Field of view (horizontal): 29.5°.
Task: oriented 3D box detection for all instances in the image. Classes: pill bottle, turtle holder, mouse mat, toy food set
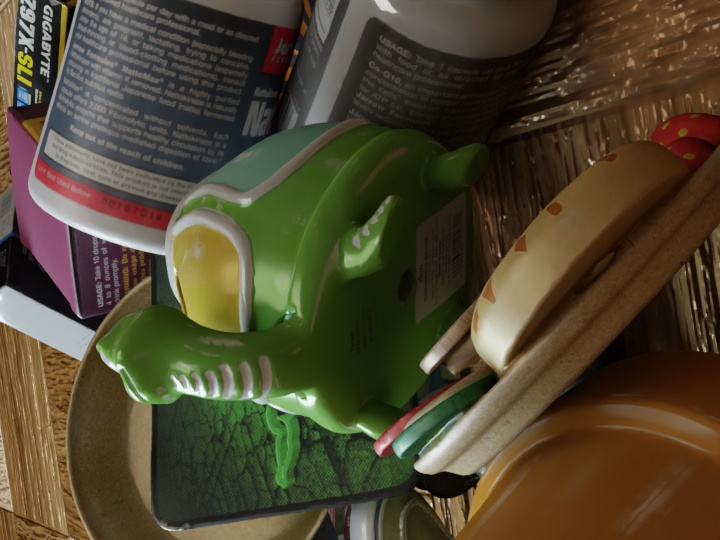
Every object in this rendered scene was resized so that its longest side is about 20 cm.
[{"bbox_3d":[-0.096,-0.119,0.728,0.120,0.119,0.201,38,114,54],"label":"pill bottle"},{"bbox_3d":[0.031,-0.121,0.692,0.114,0.113,0.200,65,149,29],"label":"pill bottle"},{"bbox_3d":[-0.027,0.011,0.634,0.131,0.186,0.141,15,150,29],"label":"turtle holder"},{"bbox_3d":[-0.047,0.038,0.763,0.008,0.160,0.201,45,-143,-59],"label":"mouse mat"},{"bbox_3d":[0.081,0.009,0.553,0.049,0.200,0.198,43,130,6],"label":"toy food set"}]

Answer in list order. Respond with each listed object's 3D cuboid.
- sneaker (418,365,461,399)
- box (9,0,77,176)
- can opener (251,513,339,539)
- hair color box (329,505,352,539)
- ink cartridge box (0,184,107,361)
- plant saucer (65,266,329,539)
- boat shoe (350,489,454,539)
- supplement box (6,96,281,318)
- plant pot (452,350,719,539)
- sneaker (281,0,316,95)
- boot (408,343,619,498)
[{"bbox_3d":[0.000,0.000,0.821,0.075,0.086,0.201,-30,70,63],"label":"sneaker"},{"bbox_3d":[-0.167,-0.161,0.985,0.049,0.200,0.160,30,130,17],"label":"box"},{"bbox_3d":[-0.038,0.155,0.831,0.067,0.053,0.200,52,-175,-32],"label":"can opener"},{"bbox_3d":[-0.056,0.111,0.991,0.200,0.060,0.100,29,123,59],"label":"hair color box"},{"bbox_3d":[-0.182,0.025,0.993,0.039,0.200,0.100,-34,43,27],"label":"ink cartridge box"},{"bbox_3d":[-0.086,0.092,0.805,0.199,0.035,0.202,-6,77,28],"label":"plant saucer"},{"bbox_3d":[0.060,0.205,0.766,0.062,0.072,0.201,-19,100,40],"label":"boat shoe"},{"bbox_3d":[-0.116,-0.059,0.900,0.131,0.199,0.104,40,137,51],"label":"supplement box"},{"bbox_3d":[0.094,0.153,0.503,0.199,0.183,0.201,17,117,37],"label":"plant pot"},{"bbox_3d":[-0.036,-0.176,0.792,0.078,0.111,0.201,-89,15,-45],"label":"sneaker"},{"bbox_3d":[0.097,0.125,0.682,0.200,0.069,0.175,-57,47,50],"label":"boot"}]
